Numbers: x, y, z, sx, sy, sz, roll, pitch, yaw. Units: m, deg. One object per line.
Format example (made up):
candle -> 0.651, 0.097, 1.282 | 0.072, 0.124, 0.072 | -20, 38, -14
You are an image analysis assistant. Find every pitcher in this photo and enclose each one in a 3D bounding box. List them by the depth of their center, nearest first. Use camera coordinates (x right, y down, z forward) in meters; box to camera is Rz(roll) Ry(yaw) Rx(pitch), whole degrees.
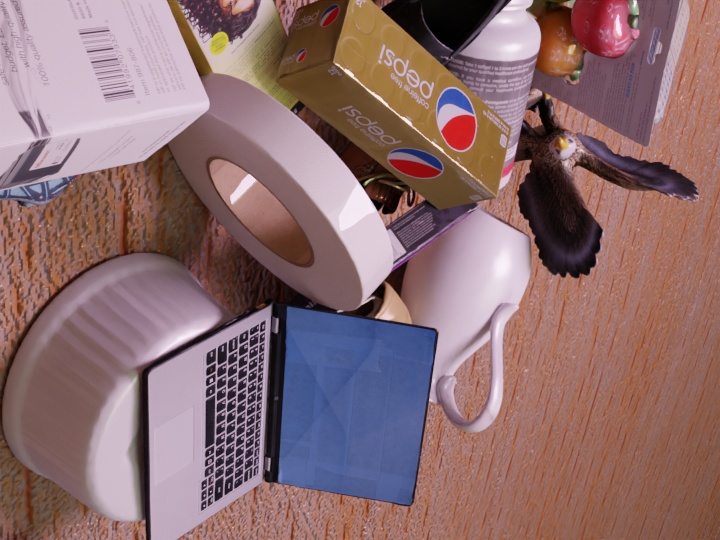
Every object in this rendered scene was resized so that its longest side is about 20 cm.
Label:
pitcher -> 0.107, 0.046, 1.246 | 0.121, 0.171, 0.202 | 19, 101, -49

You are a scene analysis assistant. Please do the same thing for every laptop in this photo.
laptop -> -0.055, 0.133, 0.955 | 0.199, 0.115, 0.189 | -29, 137, -40

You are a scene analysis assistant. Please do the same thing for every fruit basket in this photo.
fruit basket -> 0.205, -0.235, 1.127 | 0.093, 0.199, 0.187 | -30, 137, -36

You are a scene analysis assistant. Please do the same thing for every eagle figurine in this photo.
eagle figurine -> 0.216, -0.102, 1.241 | 0.150, 0.201, 0.152 | -25, 165, -50

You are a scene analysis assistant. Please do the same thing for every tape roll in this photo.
tape roll -> -0.062, -0.054, 0.900 | 0.037, 0.202, 0.204 | -46, 146, -19

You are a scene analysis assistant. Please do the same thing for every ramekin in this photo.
ramekin -> -0.169, 0.097, 0.968 | 0.200, 0.097, 0.202 | -34, 140, -35

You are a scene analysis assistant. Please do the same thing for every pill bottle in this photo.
pill bottle -> 0.100, -0.178, 1.108 | 0.110, 0.110, 0.202 | -25, 135, -43

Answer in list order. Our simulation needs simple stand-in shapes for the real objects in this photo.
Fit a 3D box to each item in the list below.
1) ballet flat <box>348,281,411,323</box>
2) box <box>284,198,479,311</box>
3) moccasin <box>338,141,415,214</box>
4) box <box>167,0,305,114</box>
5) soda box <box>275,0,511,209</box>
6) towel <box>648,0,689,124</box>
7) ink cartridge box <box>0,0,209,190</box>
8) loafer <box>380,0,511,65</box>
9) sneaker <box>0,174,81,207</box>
ballet flat -> -0.038, 0.077, 1.180 | 0.199, 0.068, 0.064 | -35, 115, -28
box -> 0.000, 0.000, 1.081 | 0.143, 0.036, 0.200 | -35, 178, -34
moccasin -> 0.011, -0.073, 1.056 | 0.201, 0.078, 0.074 | -41, 150, 0
box -> -0.099, -0.174, 0.890 | 0.075, 0.050, 0.201 | -50, 148, -16
soda box -> 0.030, -0.126, 0.946 | 0.199, 0.064, 0.068 | 34, 60, -38
towel -> 0.285, -0.282, 1.262 | 0.194, 0.034, 0.201 | 61, 39, -32
ink cartridge box -> -0.203, -0.124, 0.679 | 0.199, 0.146, 0.084 | -18, 173, -45
loafer -> 0.052, -0.197, 1.006 | 0.200, 0.068, 0.070 | -37, -170, 17
sneaker -> -0.208, -0.091, 0.802 | 0.199, 0.079, 0.096 | -22, 150, -39
